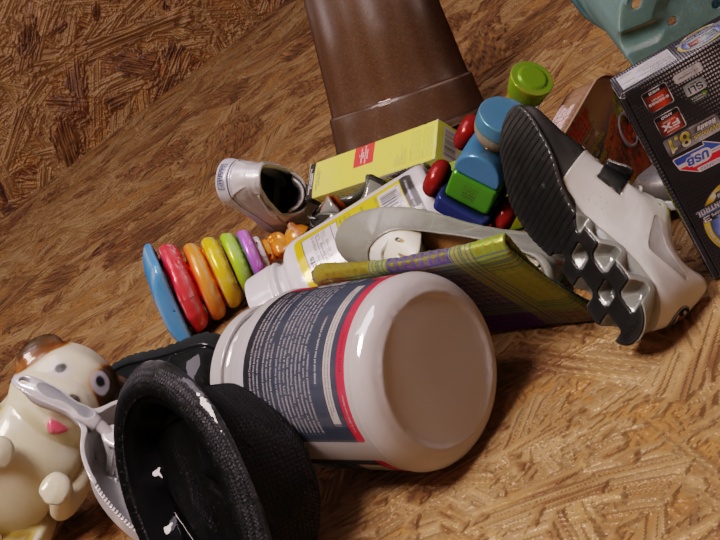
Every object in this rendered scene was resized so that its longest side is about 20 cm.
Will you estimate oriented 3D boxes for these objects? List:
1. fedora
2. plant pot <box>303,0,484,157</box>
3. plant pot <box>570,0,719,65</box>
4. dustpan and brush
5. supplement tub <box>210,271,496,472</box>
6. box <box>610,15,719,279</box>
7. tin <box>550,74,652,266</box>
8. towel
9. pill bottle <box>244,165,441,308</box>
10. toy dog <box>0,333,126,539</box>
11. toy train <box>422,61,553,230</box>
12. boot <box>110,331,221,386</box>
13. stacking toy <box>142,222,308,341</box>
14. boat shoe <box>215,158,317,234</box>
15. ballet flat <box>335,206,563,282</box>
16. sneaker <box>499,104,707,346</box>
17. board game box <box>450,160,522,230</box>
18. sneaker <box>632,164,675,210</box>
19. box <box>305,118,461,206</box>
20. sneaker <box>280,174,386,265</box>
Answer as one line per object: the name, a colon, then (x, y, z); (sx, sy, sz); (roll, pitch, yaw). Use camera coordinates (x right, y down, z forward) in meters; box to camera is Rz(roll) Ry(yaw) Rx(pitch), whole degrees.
fedora: (-0.093, 0.152, 0.844); (0.091, 0.203, 0.200); (-16, 6, -39)
plant pot: (0.032, -0.254, 1.409); (0.198, 0.200, 0.200); (-18, 10, 3)
plant pot: (0.308, -0.289, 1.181); (0.199, 0.201, 0.197); (-27, 29, 17)
dustpan and brush: (-0.204, 0.143, 0.996); (0.198, 0.058, 0.140); (21, 42, 10)
supplement tub: (-0.009, 0.079, 0.899); (0.199, 0.141, 0.141); (-8, 32, 48)
box: (0.298, -0.111, 0.827); (0.199, 0.161, 0.044); (-28, 20, 13)
tin: (0.193, -0.082, 0.988); (0.042, 0.113, 0.200); (-14, 28, 40)
towel: (0.071, 0.015, 0.930); (0.199, 0.143, 0.023); (-9, 61, 43)
pill bottle: (0.000, 0.000, 1.097); (0.199, 0.115, 0.115); (-30, 21, 10)
toy dog: (-0.292, 0.161, 1.085); (0.201, 0.139, 0.194); (-54, 4, 13)
toy train: (0.135, -0.135, 1.032); (0.201, 0.084, 0.116); (-56, -10, -40)
boot: (-0.210, 0.151, 1.155); (0.197, 0.074, 0.163); (-24, 29, 30)
stacking toy: (-0.145, -0.006, 1.371); (0.198, 0.117, 0.110); (-25, 22, -7)
boat shoe: (-0.091, -0.082, 1.382); (0.065, 0.074, 0.200); (1, -5, 27)
ballet flat: (0.068, -0.011, 0.983); (0.198, 0.068, 0.064); (7, 27, 14)
sneaker: (0.176, -0.042, 0.872); (0.088, 0.201, 0.074); (-19, -23, -26)
board game box: (0.126, -0.077, 1.169); (0.199, 0.048, 0.102); (-17, 27, 40)
sneaker: (0.300, -0.121, 0.954); (0.199, 0.082, 0.077); (-29, 21, 14)
box: (0.032, -0.109, 1.327); (0.199, 0.075, 0.051); (-14, 62, 44)
sneaker: (-0.039, -0.032, 1.271); (0.199, 0.080, 0.074); (-34, 21, 17)
